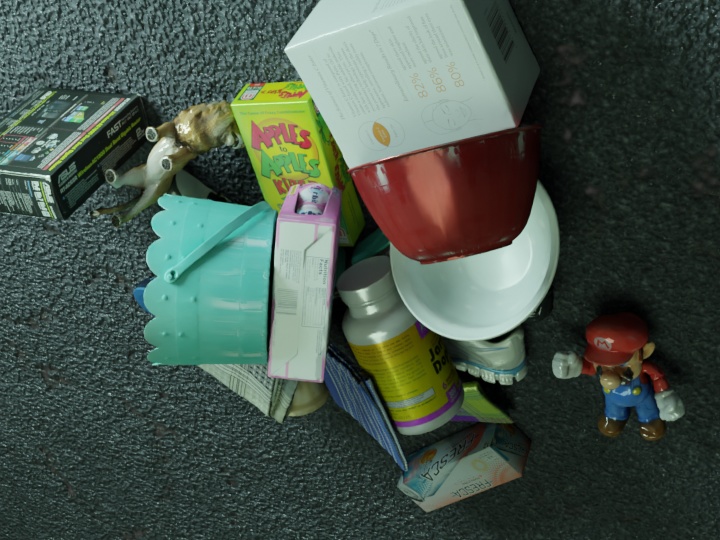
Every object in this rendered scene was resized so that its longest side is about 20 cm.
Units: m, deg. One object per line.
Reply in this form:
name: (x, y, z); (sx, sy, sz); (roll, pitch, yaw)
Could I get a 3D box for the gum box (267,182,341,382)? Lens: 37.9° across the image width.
gum box: (-0.062, 0.009, 1.184); (0.065, 0.114, 0.202); (6, 112, 0)

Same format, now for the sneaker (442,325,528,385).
sneaker: (0.114, 0.079, 1.316); (0.197, 0.075, 0.088); (6, 126, 10)

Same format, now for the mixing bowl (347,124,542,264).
mixing bowl: (0.093, -0.069, 1.040); (0.198, 0.199, 0.110); (-10, 94, 33)

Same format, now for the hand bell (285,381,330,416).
hand bell: (-0.096, 0.088, 1.400); (0.103, 0.105, 0.202); (11, 132, 17)

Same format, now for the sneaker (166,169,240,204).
sneaker: (-0.165, -0.065, 1.325); (0.080, 0.074, 0.200); (-34, 115, 31)

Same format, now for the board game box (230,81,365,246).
board game box: (-0.070, -0.122, 1.231); (0.100, 0.048, 0.202); (2, 130, 25)

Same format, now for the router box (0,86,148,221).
router box: (-0.365, -0.143, 1.247); (0.148, 0.201, 0.063); (7, 129, 21)

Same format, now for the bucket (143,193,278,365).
bucket: (-0.165, 0.013, 1.198); (0.133, 0.209, 0.209); (3, 134, -3)

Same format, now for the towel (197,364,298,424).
towel: (-0.160, 0.097, 1.363); (0.199, 0.035, 0.194); (32, 135, 12)

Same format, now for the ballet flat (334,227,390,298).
ballet flat: (0.000, 0.000, 1.297); (0.199, 0.072, 0.072); (-25, 116, 41)

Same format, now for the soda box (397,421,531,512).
soda box: (0.144, 0.273, 1.475); (0.068, 0.064, 0.199); (42, 134, -15)

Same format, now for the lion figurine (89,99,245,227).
lion figurine: (-0.227, -0.128, 1.234); (0.199, 0.122, 0.073); (-31, 94, 31)

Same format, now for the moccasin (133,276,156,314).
moccasin: (-0.214, 0.038, 1.439); (0.198, 0.069, 0.081); (10, 141, 20)

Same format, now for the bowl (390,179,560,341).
bowl: (0.138, -0.023, 1.159); (0.199, 0.090, 0.204); (-3, 84, 28)

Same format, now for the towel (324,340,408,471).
towel: (-0.012, 0.154, 1.311); (0.200, 0.024, 0.146); (37, 155, 59)

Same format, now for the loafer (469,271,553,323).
loafer: (0.134, 0.016, 1.249); (0.198, 0.068, 0.071); (4, 111, 28)

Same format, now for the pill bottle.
pill bottle: (0.043, 0.087, 1.235); (0.103, 0.104, 0.202); (-9, 119, 32)

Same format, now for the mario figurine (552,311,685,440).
mario figurine: (0.303, 0.138, 1.237); (0.122, 0.106, 0.201); (-25, 131, 1)

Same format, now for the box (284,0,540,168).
box: (0.053, -0.210, 1.046); (0.198, 0.107, 0.153); (-10, 125, 32)

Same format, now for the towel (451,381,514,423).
towel: (0.091, 0.172, 1.398); (0.198, 0.023, 0.143); (-2, 156, 31)
